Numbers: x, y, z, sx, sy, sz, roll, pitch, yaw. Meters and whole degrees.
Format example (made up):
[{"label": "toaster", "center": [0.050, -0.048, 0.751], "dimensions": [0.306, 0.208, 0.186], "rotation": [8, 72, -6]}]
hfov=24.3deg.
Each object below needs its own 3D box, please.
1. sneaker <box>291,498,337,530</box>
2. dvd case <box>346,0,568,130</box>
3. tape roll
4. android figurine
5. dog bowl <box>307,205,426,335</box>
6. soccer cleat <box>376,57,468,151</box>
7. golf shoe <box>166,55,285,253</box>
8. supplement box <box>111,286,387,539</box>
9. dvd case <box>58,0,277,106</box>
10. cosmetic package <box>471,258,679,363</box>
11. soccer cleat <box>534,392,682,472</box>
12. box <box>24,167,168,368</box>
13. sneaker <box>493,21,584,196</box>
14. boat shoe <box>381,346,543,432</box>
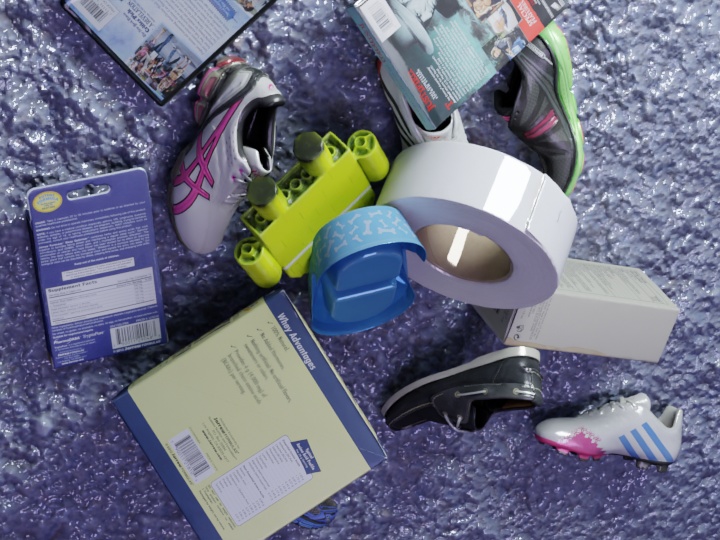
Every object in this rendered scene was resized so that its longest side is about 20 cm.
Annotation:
[{"label": "sneaker", "center": [-0.084, 0.210, 1.807], "dimensions": [0.078, 0.075, 0.200], "rotation": [-44, 125, 1]}, {"label": "dvd case", "center": [0.096, -0.252, 1.599], "dimensions": [0.200, 0.022, 0.146], "rotation": [-44, 112, -21]}, {"label": "tape roll", "center": [0.113, -0.043, 1.672], "dimensions": [0.202, 0.202, 0.071], "rotation": [42, 58, -33]}, {"label": "android figurine", "center": [-0.047, -0.059, 1.645], "dimensions": [0.182, 0.041, 0.200], "rotation": [-44, 154, -6]}, {"label": "dog bowl", "center": [0.000, 0.000, 1.657], "dimensions": [0.111, 0.050, 0.200], "rotation": [-14, 156, -12]}, {"label": "soccer cleat", "center": [0.073, -0.136, 1.672], "dimensions": [0.068, 0.085, 0.201], "rotation": [-27, 123, -6]}, {"label": "golf shoe", "center": [-0.129, -0.099, 1.602], "dimensions": [0.072, 0.092, 0.201], "rotation": [-9, 124, -43]}, {"label": "supplement box", "center": [-0.109, 0.153, 1.679], "dimensions": [0.199, 0.134, 0.200], "rotation": [-32, 93, -3]}, {"label": "dvd case", "center": [-0.159, -0.265, 1.550], "dimensions": [0.200, 0.018, 0.143], "rotation": [-42, 124, 3]}, {"label": "cosmetic package", "center": [0.232, 0.038, 1.821], "dimensions": [0.199, 0.104, 0.073], "rotation": [9, 114, -24]}, {"label": "soccer cleat", "center": [0.291, 0.179, 1.951], "dimensions": [0.199, 0.070, 0.087], "rotation": [11, 96, -29]}, {"label": "box", "center": [-0.259, -0.007, 1.641], "dimensions": [0.121, 0.032, 0.201], "rotation": [-12, 122, -16]}, {"label": "sneaker", "center": [0.180, -0.163, 1.718], "dimensions": [0.083, 0.077, 0.201], "rotation": [-14, 116, 0]}, {"label": "boat shoe", "center": [0.107, 0.142, 1.802], "dimensions": [0.199, 0.068, 0.072], "rotation": [-22, 156, 30]}]
